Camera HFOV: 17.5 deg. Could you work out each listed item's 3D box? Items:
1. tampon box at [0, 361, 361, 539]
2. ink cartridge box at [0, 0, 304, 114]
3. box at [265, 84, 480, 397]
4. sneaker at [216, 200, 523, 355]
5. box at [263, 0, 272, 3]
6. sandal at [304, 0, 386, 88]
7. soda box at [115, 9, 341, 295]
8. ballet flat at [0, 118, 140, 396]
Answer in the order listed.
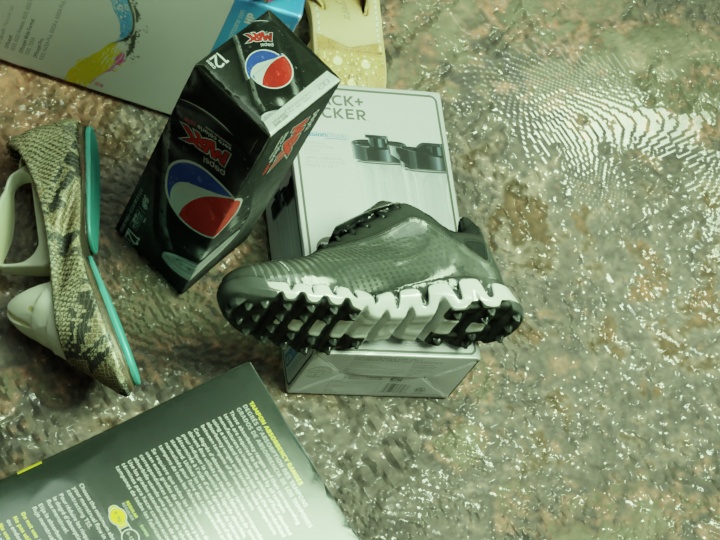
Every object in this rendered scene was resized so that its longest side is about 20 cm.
[{"bbox_3d":[-0.130,0.167,1.307,0.200,0.150,0.126,-24,74,-31],"label":"tampon box"},{"bbox_3d":[-0.142,-0.210,1.515,0.199,0.145,0.148,17,57,-12],"label":"ink cartridge box"},{"bbox_3d":[0.002,-0.021,1.517,0.116,0.060,0.201,4,61,-19],"label":"box"},{"bbox_3d":[0.000,0.000,1.432,0.199,0.066,0.091,1,60,-25],"label":"sneaker"},{"bbox_3d":[-0.032,-0.292,1.461,0.176,0.097,0.200,-25,72,-34],"label":"box"},{"bbox_3d":[-0.012,-0.208,1.610,0.077,0.070,0.212,0,62,-21],"label":"sandal"},{"bbox_3d":[-0.084,-0.068,1.425,0.063,0.200,0.071,44,56,7],"label":"soda box"},{"bbox_3d":[-0.186,-0.003,1.441,0.075,0.068,0.200,-12,60,-3],"label":"ballet flat"}]
